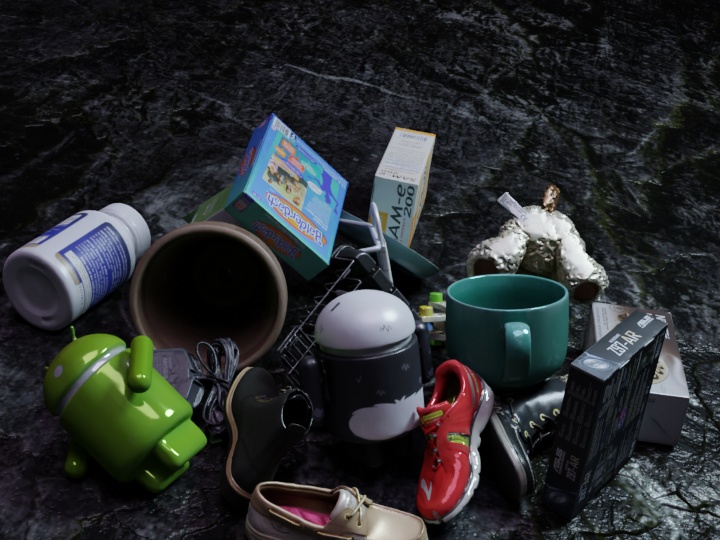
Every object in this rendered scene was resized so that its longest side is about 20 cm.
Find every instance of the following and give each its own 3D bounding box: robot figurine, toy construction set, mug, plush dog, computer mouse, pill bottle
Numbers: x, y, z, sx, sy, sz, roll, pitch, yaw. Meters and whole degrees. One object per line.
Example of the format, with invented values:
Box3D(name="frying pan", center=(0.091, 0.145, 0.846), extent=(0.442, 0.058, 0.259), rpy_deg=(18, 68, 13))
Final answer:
Box3D(name="robot figurine", center=(-0.270, 0.154, 1.284), extent=(0.200, 0.176, 0.116), rpy_deg=(43, 30, 7))
Box3D(name="toy construction set", center=(0.168, 0.076, 1.556), extent=(0.199, 0.093, 0.131), rpy_deg=(14, 6, -1))
Box3D(name="mug", center=(0.172, 0.084, 1.408), extent=(0.151, 0.115, 0.185), rpy_deg=(9, 20, 32))
Box3D(name="plush dog", center=(0.250, -0.016, 1.655), extent=(0.199, 0.172, 0.161), rpy_deg=(10, 61, 1))
Box3D(name="computer mouse", center=(-0.249, 0.146, 1.395), extent=(0.199, 0.053, 0.139), rpy_deg=(3, 53, -8))
Box3D(name="pill bottle", center=(-0.381, -0.014, 1.576), extent=(0.119, 0.120, 0.200), rpy_deg=(19, 33, 20))
Box3D(name="robot figurine", center=(0.010, 0.122, 1.338), extent=(0.124, 0.201, 0.150), rpy_deg=(-2, 15, 18))

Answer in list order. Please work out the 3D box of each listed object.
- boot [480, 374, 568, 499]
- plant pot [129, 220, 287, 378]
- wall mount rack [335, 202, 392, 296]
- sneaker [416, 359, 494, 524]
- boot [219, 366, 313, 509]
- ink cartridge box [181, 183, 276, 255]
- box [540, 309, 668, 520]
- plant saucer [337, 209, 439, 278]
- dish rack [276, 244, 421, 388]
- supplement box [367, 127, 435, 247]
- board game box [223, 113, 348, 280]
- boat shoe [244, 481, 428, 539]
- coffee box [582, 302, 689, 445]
Box3D(name="boot", center=(0.220, 0.190, 1.385), extent=(0.153, 0.074, 0.204), rpy_deg=(-5, 28, -10))
Box3D(name="plant pot", center=(-0.189, 0.021, 1.511), extent=(0.199, 0.202, 0.175), rpy_deg=(7, 14, 1))
Box3D(name="wall mount rack", center=(0.000, 0.000, 1.576), extent=(0.074, 0.201, 0.174), rpy_deg=(-11, 20, -4))
Box3D(name="sneaker", center=(0.091, 0.191, 1.307), extent=(0.077, 0.085, 0.201), rpy_deg=(-18, 42, 36))
Box3D(name="boot", center=(-0.094, 0.155, 1.302), extent=(0.077, 0.139, 0.201), rpy_deg=(23, 34, -22))
Box3D(name="ink cartridge box", center=(-0.177, -0.056, 1.627), extent=(0.104, 0.200, 0.060), rpy_deg=(39, 52, -22))
Box3D(name="box", center=(0.281, 0.165, 1.322), extent=(0.043, 0.201, 0.160), rpy_deg=(26, 37, 30))
Box3D(name="plant saucer", center=(0.024, -0.039, 1.689), extent=(0.199, 0.028, 0.200), rpy_deg=(30, -2, 1))
Box3D(name="dish rack", center=(-0.018, 0.084, 1.430), extent=(0.200, 0.154, 0.054), rpy_deg=(-52, 25, -24))
Box3D(name="supplement box", center=(0.067, -0.132, 1.853), extent=(0.073, 0.127, 0.200), rpy_deg=(12, 32, 6))
Box3D(name="board game box", center=(-0.095, -0.101, 1.539), extent=(0.152, 0.045, 0.200), rpy_deg=(42, 31, -20))
Box3D(name="boat shoe", center=(-0.024, 0.265, 1.224), extent=(0.199, 0.070, 0.074), rpy_deg=(6, 31, -1))
Box3D(name="coffee box", center=(0.357, 0.132, 1.509), extent=(0.112, 0.080, 0.200), rpy_deg=(7, 31, 4))
